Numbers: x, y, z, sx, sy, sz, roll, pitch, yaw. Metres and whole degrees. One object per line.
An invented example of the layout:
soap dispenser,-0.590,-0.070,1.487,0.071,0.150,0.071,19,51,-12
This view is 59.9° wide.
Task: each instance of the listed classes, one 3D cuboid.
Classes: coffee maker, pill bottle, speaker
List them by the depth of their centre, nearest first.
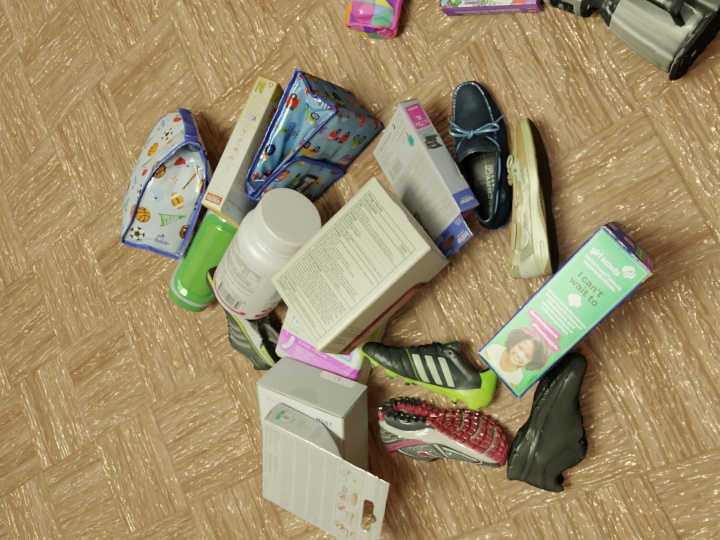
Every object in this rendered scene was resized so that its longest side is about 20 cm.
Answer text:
coffee maker,0.335,-0.349,0.712,0.199,0.135,0.193,41,88,18
pill bottle,-0.139,-0.023,0.929,0.115,0.112,0.200,57,138,14
speaker,-0.251,-0.030,1.061,0.088,0.088,0.202,41,111,20

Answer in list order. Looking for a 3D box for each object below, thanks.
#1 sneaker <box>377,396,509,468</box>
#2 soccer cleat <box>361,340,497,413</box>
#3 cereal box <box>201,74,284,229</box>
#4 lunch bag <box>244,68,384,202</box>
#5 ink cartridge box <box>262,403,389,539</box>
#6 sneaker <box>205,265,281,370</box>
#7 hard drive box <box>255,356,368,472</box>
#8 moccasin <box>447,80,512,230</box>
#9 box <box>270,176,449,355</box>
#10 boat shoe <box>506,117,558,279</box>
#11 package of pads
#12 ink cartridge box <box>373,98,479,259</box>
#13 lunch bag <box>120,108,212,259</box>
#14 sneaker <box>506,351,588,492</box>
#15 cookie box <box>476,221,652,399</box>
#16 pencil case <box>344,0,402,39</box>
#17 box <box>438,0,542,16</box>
sneaker,0.117,0.239,0.888,0.197,0.080,0.077,8,112,36
soccer cleat,0.099,0.130,0.885,0.196,0.067,0.083,20,90,9
cereal box,-0.157,-0.165,0.935,0.039,0.144,0.204,23,83,12
lunch bag,-0.082,-0.172,0.922,0.094,0.150,0.201,46,113,18
ink cartridge box,-0.048,0.294,0.878,0.196,0.050,0.164,19,124,19
sneaker,-0.197,0.086,1.028,0.080,0.074,0.202,-30,95,34
hard drive box,-0.069,0.254,0.946,0.153,0.077,0.204,15,123,26
moccasin,0.165,-0.158,0.834,0.079,0.068,0.205,-18,85,28
box,0.000,0.000,0.841,0.199,0.109,0.129,-42,68,10
boat shoe,0.212,-0.093,0.809,0.062,0.073,0.206,-8,87,31
package of pads,-0.037,0.069,0.961,0.152,0.068,0.204,26,104,23
ink cartridge box,0.093,-0.117,0.860,0.203,0.041,0.120,64,156,13
lunch bag,-0.312,-0.151,1.036,0.203,0.122,0.171,-63,31,20
sneaker,0.258,0.199,0.810,0.089,0.076,0.204,21,116,13
cookie box,0.248,0.041,0.745,0.075,0.170,0.201,45,112,15
pencil case,0.034,-0.436,0.882,0.087,0.088,0.205,18,103,26
box,0.182,-0.447,0.824,0.134,0.039,0.205,10,98,28
